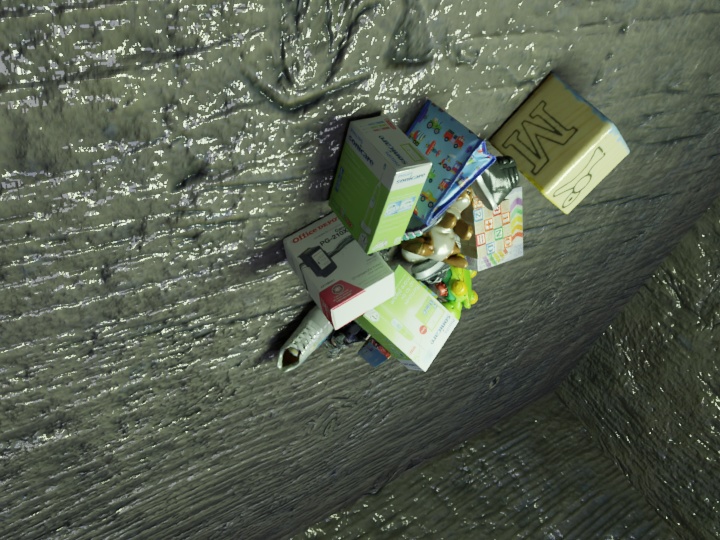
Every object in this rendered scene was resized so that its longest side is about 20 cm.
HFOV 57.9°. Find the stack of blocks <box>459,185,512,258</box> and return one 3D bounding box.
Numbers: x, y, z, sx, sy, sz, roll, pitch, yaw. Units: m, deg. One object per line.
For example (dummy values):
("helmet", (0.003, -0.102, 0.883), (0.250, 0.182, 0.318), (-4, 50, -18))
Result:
("stack of blocks", (0.285, -0.141, 1.505), (0.114, 0.058, 0.202), (-19, 109, -30))

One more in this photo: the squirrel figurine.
("squirrel figurine", (0.167, -0.120, 1.427), (0.141, 0.200, 0.188), (15, 94, -24))

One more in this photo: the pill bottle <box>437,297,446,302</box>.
("pill bottle", (0.176, 0.126, 1.818), (0.116, 0.117, 0.199), (-47, 151, 17))

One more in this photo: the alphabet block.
("alphabet block", (0.449, -0.278, 1.463), (0.200, 0.197, 0.195), (-47, 149, 16))

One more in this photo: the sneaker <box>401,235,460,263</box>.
("sneaker", (0.193, -0.086, 1.575), (0.199, 0.076, 0.088), (-27, 150, -20))

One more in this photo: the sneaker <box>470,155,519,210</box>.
("sneaker", (0.271, -0.235, 1.397), (0.099, 0.071, 0.201), (-39, 115, -7))

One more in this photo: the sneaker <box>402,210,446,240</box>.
("sneaker", (0.072, -0.109, 1.319), (0.199, 0.075, 0.088), (-20, 121, 31))

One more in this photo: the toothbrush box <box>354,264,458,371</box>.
("toothbrush box", (0.098, 0.108, 1.469), (0.146, 0.200, 0.086), (-52, -162, -18))

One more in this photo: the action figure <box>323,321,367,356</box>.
("action figure", (-0.013, 0.144, 1.571), (0.200, 0.069, 0.130), (-47, 176, 21))

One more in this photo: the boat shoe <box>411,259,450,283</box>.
("boat shoe", (0.181, 0.001, 1.619), (0.071, 0.068, 0.200), (-10, -168, 22))

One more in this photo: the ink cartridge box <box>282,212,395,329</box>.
("ink cartridge box", (-0.044, -0.007, 1.292), (0.144, 0.200, 0.085), (-29, 148, -14))

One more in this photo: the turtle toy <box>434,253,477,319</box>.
("turtle toy", (0.250, 0.048, 1.752), (0.100, 0.202, 0.146), (-6, 162, 24))

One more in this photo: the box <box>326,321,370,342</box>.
("box", (0.007, 0.108, 1.673), (0.158, 0.046, 0.201), (-2, 135, -47))

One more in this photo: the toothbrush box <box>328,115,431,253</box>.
("toothbrush box", (0.029, -0.157, 1.198), (0.086, 0.146, 0.201), (-19, 145, -31))

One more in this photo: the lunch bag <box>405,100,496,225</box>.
("lunch bag", (0.131, -0.194, 1.249), (0.200, 0.151, 0.094), (-49, 150, 7))

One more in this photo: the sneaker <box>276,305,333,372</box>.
("sneaker", (-0.130, 0.166, 1.550), (0.201, 0.076, 0.081), (-54, 177, 26))

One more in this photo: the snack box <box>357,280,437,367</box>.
("snack box", (0.089, 0.135, 1.604), (0.200, 0.068, 0.169), (-48, 177, -20))

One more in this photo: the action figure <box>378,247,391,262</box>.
("action figure", (0.000, 0.000, 1.443), (0.199, 0.103, 0.119), (-26, -177, -16))

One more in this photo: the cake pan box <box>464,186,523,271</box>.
("cake pan box", (0.329, -0.108, 1.621), (0.199, 0.052, 0.186), (-15, 106, -39))
